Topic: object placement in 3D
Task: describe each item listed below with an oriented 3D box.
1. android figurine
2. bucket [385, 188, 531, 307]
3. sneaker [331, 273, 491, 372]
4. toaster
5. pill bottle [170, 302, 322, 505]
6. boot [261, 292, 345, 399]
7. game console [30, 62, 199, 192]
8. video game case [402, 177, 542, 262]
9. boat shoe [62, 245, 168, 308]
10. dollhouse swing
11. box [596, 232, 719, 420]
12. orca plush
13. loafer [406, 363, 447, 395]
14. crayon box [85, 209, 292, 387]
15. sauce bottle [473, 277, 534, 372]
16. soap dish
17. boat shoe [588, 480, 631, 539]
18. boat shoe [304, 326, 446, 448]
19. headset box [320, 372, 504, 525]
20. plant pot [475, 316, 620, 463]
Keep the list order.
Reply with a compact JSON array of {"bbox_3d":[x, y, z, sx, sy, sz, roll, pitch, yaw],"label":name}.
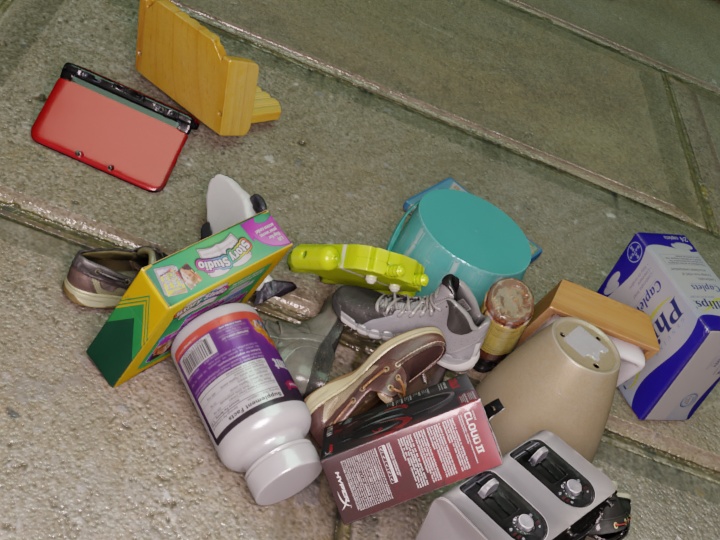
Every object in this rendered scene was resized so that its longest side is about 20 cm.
[{"bbox_3d":[0.000,0.000,1.453,0.198,0.042,0.181,5,-12,44],"label":"android figurine"},{"bbox_3d":[0.133,-0.007,1.576,0.204,0.136,0.209,19,35,-14],"label":"bucket"},{"bbox_3d":[0.069,0.037,1.372,0.197,0.116,0.076,22,41,-2],"label":"sneaker"},{"bbox_3d":[0.154,0.287,1.189,0.179,0.202,0.119,-23,54,-38],"label":"toaster"},{"bbox_3d":[-0.121,0.147,1.229,0.110,0.112,0.202,-9,57,-39],"label":"pill bottle"},{"bbox_3d":[-0.089,0.074,1.395,0.129,0.068,0.201,20,34,-1],"label":"boot"},{"bbox_3d":[-0.346,-0.203,1.613,0.197,0.120,0.172,24,4,-5],"label":"game console"},{"bbox_3d":[0.179,-0.066,1.781,0.199,0.018,0.142,40,38,17],"label":"video game case"},{"bbox_3d":[-0.259,0.005,1.365,0.197,0.065,0.074,-5,44,-38],"label":"boat shoe"},{"bbox_3d":[-0.214,-0.325,1.725,0.199,0.184,0.175,38,45,24],"label":"dollhouse swing"},{"bbox_3d":[0.435,0.080,1.620,0.103,0.186,0.201,3,41,-31],"label":"box"},{"bbox_3d":[-0.141,-0.038,1.496,0.200,0.105,0.071,46,9,30],"label":"orca plush"},{"bbox_3d":[0.065,0.135,1.406,0.070,0.074,0.201,27,35,-1],"label":"loafer"},{"bbox_3d":[-0.192,0.030,1.270,0.059,0.173,0.199,50,43,9],"label":"crayon box"},{"bbox_3d":[0.175,0.076,1.448,0.065,0.201,0.067,2,67,-5],"label":"sauce bottle"},{"bbox_3d":[0.282,0.097,1.488,0.155,0.200,0.082,21,62,-7],"label":"soap dish"},{"bbox_3d":[0.279,0.285,1.313,0.072,0.201,0.064,-5,73,15],"label":"boat shoe"},{"bbox_3d":[0.025,0.142,1.315,0.198,0.073,0.072,-29,51,-13],"label":"boat shoe"},{"bbox_3d":[0.061,0.183,1.203,0.149,0.197,0.076,-86,155,-84],"label":"headset box"},{"bbox_3d":[0.228,0.160,1.372,0.184,0.202,0.189,17,35,-12],"label":"plant pot"}]
